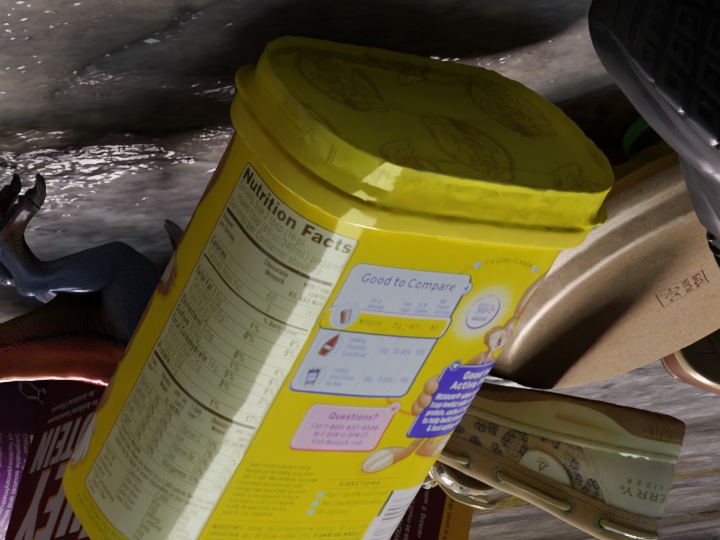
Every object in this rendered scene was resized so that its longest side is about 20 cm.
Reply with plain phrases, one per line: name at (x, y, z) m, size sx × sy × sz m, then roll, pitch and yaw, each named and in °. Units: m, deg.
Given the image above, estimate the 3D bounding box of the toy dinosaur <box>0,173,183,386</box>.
toy dinosaur at (-0.080, 0.029, 0.957) m, size 0.181 × 0.200 × 0.105 m, roll 37°, pitch 156°, yaw -18°

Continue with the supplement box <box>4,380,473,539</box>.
supplement box at (-0.064, 0.139, 1.200) m, size 0.200 × 0.198 × 0.133 m, roll 29°, pitch 148°, yaw -30°

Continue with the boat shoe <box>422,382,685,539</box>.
boat shoe at (0.061, 0.084, 1.057) m, size 0.073 × 0.063 × 0.200 m, roll 11°, pitch 176°, yaw -36°

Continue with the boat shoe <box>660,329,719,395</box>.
boat shoe at (0.257, 0.051, 1.439) m, size 0.200 × 0.072 × 0.068 m, roll -2°, pitch 164°, yaw -37°

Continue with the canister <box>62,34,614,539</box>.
canister at (-0.013, 0.022, 0.872) m, size 0.148 × 0.087 × 0.200 m, roll 5°, pitch 124°, yaw -40°

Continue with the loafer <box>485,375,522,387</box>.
loafer at (0.046, 0.040, 1.269) m, size 0.200 × 0.070 × 0.070 m, roll -3°, pitch 164°, yaw 22°

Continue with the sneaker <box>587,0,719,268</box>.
sneaker at (0.149, -0.034, 0.844) m, size 0.200 × 0.076 × 0.091 m, roll 39°, pitch 148°, yaw -21°

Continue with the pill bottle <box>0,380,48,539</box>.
pill bottle at (-0.225, 0.102, 1.262) m, size 0.112 × 0.113 × 0.200 m, roll -19°, pitch 164°, yaw 41°

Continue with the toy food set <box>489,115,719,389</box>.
toy food set at (0.135, -0.011, 1.035) m, size 0.198 × 0.049 × 0.200 m, roll -35°, pitch 156°, yaw 21°
